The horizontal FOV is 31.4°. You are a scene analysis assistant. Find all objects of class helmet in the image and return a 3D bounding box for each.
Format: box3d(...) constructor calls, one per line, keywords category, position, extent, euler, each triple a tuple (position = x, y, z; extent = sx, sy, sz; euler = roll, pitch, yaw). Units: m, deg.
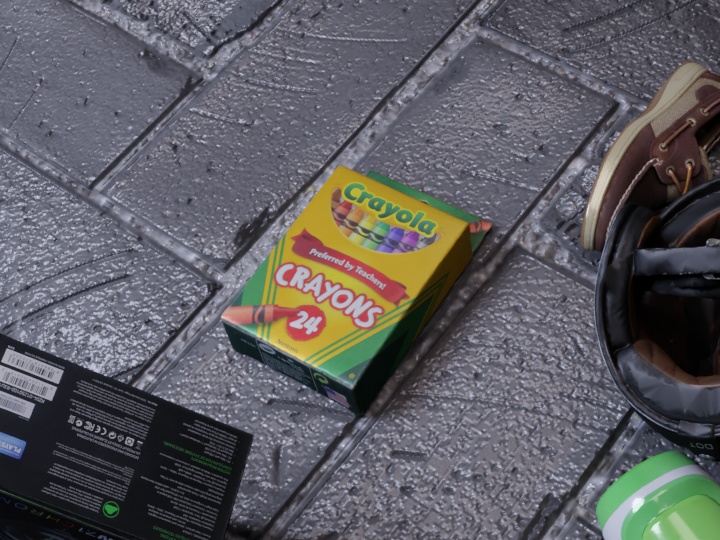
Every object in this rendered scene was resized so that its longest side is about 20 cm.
box3d(category="helmet", position=(0.260, 0.028, 0.866), extent=(0.200, 0.191, 0.200), euler=(-1, 89, 33))

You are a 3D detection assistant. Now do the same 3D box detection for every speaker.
box3d(category="speaker", position=(0.235, 0.214, 0.812), extent=(0.088, 0.088, 0.200), euler=(-28, 57, -9))

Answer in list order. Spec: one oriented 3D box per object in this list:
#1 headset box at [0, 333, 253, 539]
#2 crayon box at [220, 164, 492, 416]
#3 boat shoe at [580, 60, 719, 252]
box3d(category="headset box", position=(-0.191, 0.143, 0.836), extent=(0.174, 0.200, 0.093), euler=(25, 59, -16))
box3d(category="crayon box", position=(0.000, 0.000, 1.008), extent=(0.127, 0.051, 0.200), euler=(25, 64, 23))
box3d(category="boat shoe", position=(0.245, -0.085, 1.014), extent=(0.072, 0.072, 0.200), euler=(27, 59, 25))
